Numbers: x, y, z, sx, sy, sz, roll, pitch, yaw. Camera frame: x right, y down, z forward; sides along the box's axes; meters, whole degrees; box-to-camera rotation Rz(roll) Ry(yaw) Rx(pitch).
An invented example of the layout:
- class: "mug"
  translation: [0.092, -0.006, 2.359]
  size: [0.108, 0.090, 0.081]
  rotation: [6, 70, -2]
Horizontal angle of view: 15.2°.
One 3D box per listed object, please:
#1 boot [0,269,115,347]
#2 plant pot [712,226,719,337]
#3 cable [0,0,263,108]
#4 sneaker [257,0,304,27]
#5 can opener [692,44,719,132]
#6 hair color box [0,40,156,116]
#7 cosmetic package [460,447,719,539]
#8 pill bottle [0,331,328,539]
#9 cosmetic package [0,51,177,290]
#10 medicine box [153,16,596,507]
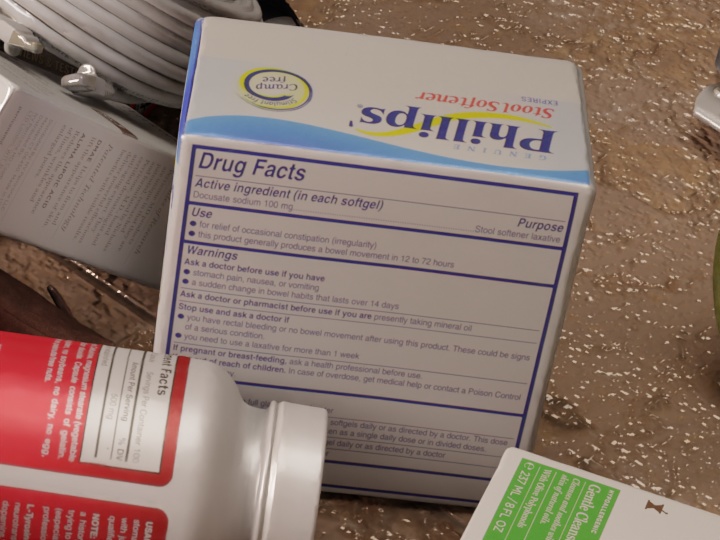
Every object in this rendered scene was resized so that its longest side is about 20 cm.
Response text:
- class: "boot"
  translation: [-0.216, 0.015, 1.283]
  size: [0.166, 0.200, 0.072]
  rotation: [33, 75, -19]
- class: "plant pot"
  translation: [0.311, -0.001, 1.364]
  size: [0.187, 0.187, 0.200]
  rotation: [36, 32, 31]
- class: "cable"
  translation: [-0.142, -0.159, 1.373]
  size: [0.200, 0.069, 0.200]
  rotation: [43, 16, 25]
- class: "sneaker"
  translation: [-0.030, -0.100, 1.484]
  size: [0.108, 0.070, 0.200]
  rotation: [4, 43, 0]
- class: "can opener"
  translation: [0.274, -0.067, 1.515]
  size: [0.200, 0.067, 0.053]
  rotation: [35, 43, 30]
- class: "hair color box"
  translation: [-0.135, -0.164, 1.554]
  size: [0.111, 0.064, 0.200]
  rotation: [22, 37, 12]
- class: "cosmetic package"
  translation: [0.136, 0.164, 1.159]
  size: [0.200, 0.085, 0.108]
  rotation: [16, 34, 10]
- class: "pill bottle"
  translation: [-0.118, 0.088, 1.178]
  size: [0.200, 0.112, 0.112]
  rotation: [8, 36, -2]
- class: "cosmetic package"
  translation: [-0.154, -0.055, 1.310]
  size: [0.102, 0.074, 0.200]
  rotation: [33, 8, 31]
- class: "medicine box"
  translation: [0.000, 0.000, 1.248]
  size: [0.182, 0.200, 0.103]
  rotation: [7, 36, -4]
